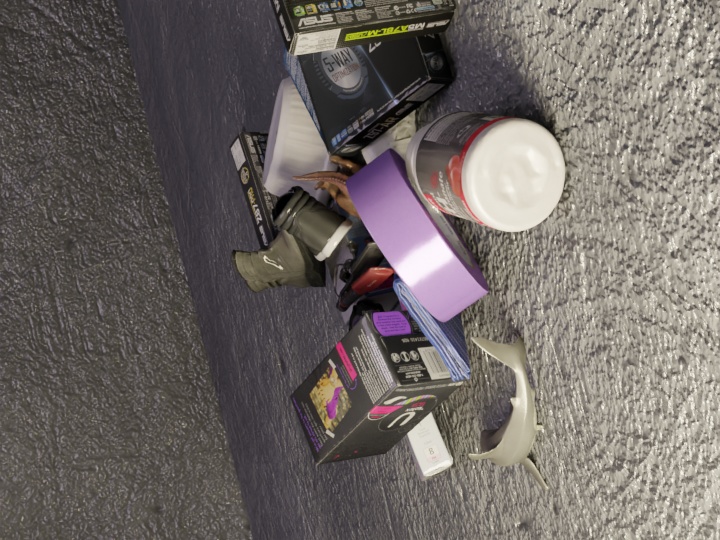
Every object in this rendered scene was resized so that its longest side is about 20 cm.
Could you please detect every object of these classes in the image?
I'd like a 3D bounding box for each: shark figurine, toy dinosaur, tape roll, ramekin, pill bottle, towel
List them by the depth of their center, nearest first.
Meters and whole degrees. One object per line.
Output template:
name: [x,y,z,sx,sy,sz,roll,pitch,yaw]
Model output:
pill bottle: [0.120,-0.108,1.221,0.200,0.110,0.112,-152,52,-68]
shark figurine: [0.160,0.179,1.342,0.216,0.089,0.129,92,156,-45]
tape roll: [0.066,-0.041,1.346,0.201,0.065,0.200,52,-170,-13]
towel: [0.080,0.043,1.391,0.145,0.024,0.200,54,-170,-11]
toy dinosaur: [0.011,-0.091,1.529,0.086,0.199,0.136,-50,45,16]
ramekin: [-0.084,-0.193,1.717,0.202,0.093,0.205,-171,90,-80]

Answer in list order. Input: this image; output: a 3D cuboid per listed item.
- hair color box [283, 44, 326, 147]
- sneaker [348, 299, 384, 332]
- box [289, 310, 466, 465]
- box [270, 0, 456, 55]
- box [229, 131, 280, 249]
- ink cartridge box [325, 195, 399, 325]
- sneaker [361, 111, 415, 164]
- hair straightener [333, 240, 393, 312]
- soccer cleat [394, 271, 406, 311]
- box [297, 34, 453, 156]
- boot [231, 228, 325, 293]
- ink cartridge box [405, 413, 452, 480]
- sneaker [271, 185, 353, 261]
hair color box: [-0.028,-0.253,1.604,0.061,0.099,0.201,100,151,-49]
sneaker: [0.016,0.087,1.647,0.200,0.075,0.089,132,134,-80]
box: [0.019,0.148,1.474,0.200,0.121,0.107,-48,56,40]
box: [-0.014,-0.348,1.327,0.048,0.198,0.195,115,138,-61]
box: [-0.104,-0.122,1.830,0.049,0.160,0.202,-45,58,48]
ink cartridge box: [-0.004,-0.039,1.718,0.137,0.076,0.202,125,129,-66]
sneaker: [0.044,-0.203,1.477,0.088,0.075,0.202,0,102,59]
hair straightener: [0.000,0.000,1.591,0.200,0.040,0.078,125,144,-65]
soccer cleat: [0.076,0.046,1.536,0.076,0.066,0.202,23,130,64]
box: [0.012,-0.256,1.434,0.199,0.043,0.162,-31,71,44]
boot: [-0.129,-0.025,1.703,0.201,0.129,0.068,72,-166,-56]
ink cartridge box: [0.068,0.186,1.609,0.163,0.057,0.201,79,165,-78]
sneaker: [-0.068,-0.068,1.573,0.099,0.071,0.200,38,179,-2]
